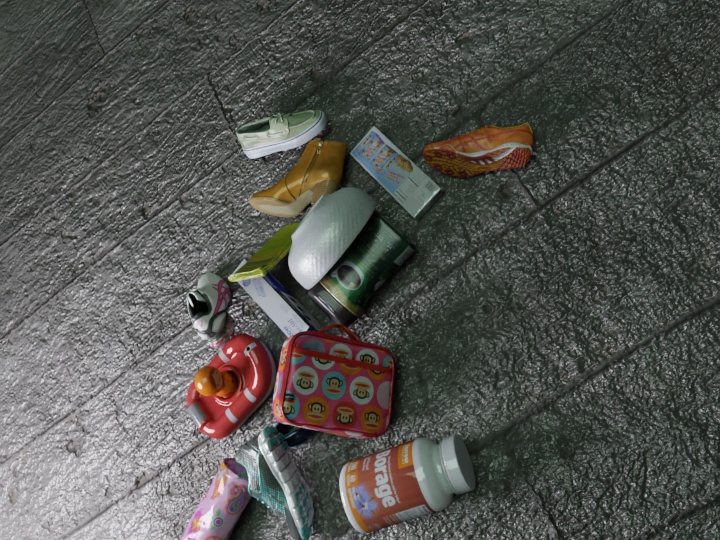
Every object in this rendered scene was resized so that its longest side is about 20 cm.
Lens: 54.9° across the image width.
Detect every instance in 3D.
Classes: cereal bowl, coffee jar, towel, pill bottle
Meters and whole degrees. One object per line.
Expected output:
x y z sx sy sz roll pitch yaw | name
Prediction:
-0.063 -0.070 1.217 0.083 0.200 0.201 38 94 -8 | cereal bowl
0.000 0.000 1.232 0.104 0.085 0.201 42 94 13 | coffee jar
-0.161 -0.041 1.278 0.085 0.200 0.018 -9 116 32 | towel
0.074 0.330 1.089 0.197 0.112 0.114 -24 66 17 | pill bottle

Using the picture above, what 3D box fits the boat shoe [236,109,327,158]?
-0.162 -0.282 1.395 0.196 0.062 0.073 -17 45 21 | boat shoe

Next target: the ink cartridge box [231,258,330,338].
-0.146 0.065 1.280 0.044 0.094 0.200 -49 61 4 | ink cartridge box

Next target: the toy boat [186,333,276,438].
-0.252 0.206 1.268 0.200 0.130 0.131 -47 62 6 | toy boat

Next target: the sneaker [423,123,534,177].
0.207 -0.214 1.220 0.196 0.074 0.078 -1 53 21 | sneaker

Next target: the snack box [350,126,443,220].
0.065 -0.183 1.291 0.072 0.024 0.200 -46 62 8 | snack box

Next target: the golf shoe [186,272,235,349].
-0.290 0.055 1.324 0.072 0.092 0.201 -35 36 5 | golf shoe

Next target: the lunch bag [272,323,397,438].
-0.040 0.179 1.152 0.082 0.196 0.180 148 133 -65 | lunch bag

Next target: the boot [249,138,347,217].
-0.119 -0.186 1.363 0.197 0.071 0.147 0 66 27 | boot

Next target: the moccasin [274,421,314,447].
-0.076 0.234 1.212 0.080 0.068 0.201 38 93 29 | moccasin

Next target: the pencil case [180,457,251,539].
-0.253 0.439 1.233 0.086 0.087 0.203 27 88 29 | pencil case

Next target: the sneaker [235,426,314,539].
-0.146 0.371 1.182 0.090 0.077 0.203 -24 88 16 | sneaker
